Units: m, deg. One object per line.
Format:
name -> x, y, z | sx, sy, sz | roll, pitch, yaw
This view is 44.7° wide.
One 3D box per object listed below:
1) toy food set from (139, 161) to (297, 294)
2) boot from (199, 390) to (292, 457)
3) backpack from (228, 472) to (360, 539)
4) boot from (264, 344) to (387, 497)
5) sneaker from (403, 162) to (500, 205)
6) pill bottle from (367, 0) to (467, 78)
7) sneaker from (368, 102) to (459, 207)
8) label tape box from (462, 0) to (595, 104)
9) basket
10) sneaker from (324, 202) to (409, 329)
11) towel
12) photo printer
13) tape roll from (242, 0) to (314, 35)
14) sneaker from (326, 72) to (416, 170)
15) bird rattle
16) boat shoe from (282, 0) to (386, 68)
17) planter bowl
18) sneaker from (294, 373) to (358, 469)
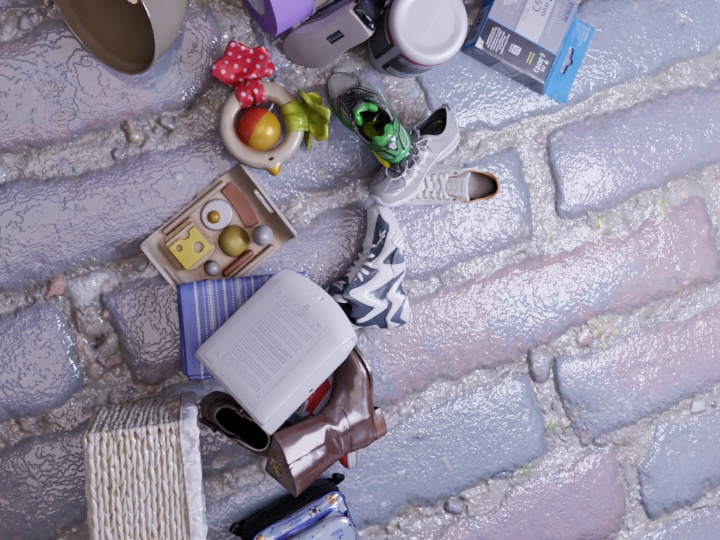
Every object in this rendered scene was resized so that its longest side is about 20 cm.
toy food set -> -0.214, -0.046, 1.327 | 0.200, 0.060, 0.144 | -40, 101, -8
boot -> -0.155, 0.245, 1.315 | 0.199, 0.146, 0.071 | 29, 82, -13
backpack -> -0.073, 0.447, 1.353 | 0.198, 0.154, 0.193 | -24, 109, -13
boot -> -0.067, 0.208, 1.288 | 0.199, 0.064, 0.188 | -25, 93, -32
sneaker -> 0.127, -0.140, 1.387 | 0.197, 0.085, 0.074 | -3, 96, -9
pill bottle -> 0.076, -0.350, 1.301 | 0.114, 0.200, 0.118 | -1, 94, -12
sneaker -> 0.077, -0.182, 1.345 | 0.074, 0.082, 0.200 | 27, 63, 26
label tape box -> 0.285, -0.379, 1.417 | 0.198, 0.066, 0.145 | 24, 88, -11
basket -> -0.305, 0.292, 1.260 | 0.159, 0.198, 0.203 | -3, 95, -10
sneaker -> 0.000, 0.000, 1.368 | 0.128, 0.079, 0.202 | -11, 106, -20
towel -> -0.173, 0.082, 1.319 | 0.197, 0.024, 0.147 | -6, 92, -12
photo printer -> -0.115, 0.107, 1.258 | 0.166, 0.070, 0.200 | 41, 79, 19
tape roll -> -0.144, -0.441, 1.245 | 0.065, 0.200, 0.202 | -31, 100, -8
sneaker -> 0.009, -0.242, 1.315 | 0.078, 0.200, 0.085 | -42, 146, 3
bird rattle -> -0.144, -0.236, 1.304 | 0.199, 0.113, 0.164 | 31, 85, -12
boat shoe -> -0.032, -0.369, 1.298 | 0.075, 0.199, 0.093 | 44, 60, -29
planter bowl -> -0.320, -0.397, 1.228 | 0.201, 0.200, 0.135 | 49, 56, -11
sneaker -> -0.075, 0.225, 1.371 | 0.111, 0.071, 0.203 | -16, 89, -15
